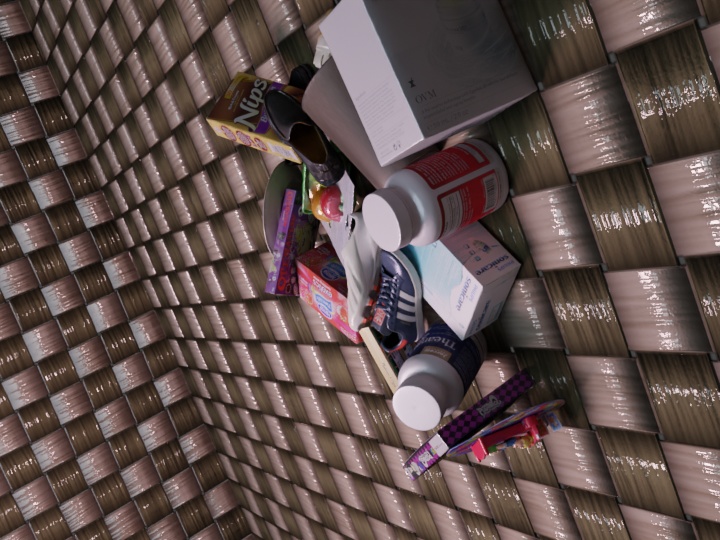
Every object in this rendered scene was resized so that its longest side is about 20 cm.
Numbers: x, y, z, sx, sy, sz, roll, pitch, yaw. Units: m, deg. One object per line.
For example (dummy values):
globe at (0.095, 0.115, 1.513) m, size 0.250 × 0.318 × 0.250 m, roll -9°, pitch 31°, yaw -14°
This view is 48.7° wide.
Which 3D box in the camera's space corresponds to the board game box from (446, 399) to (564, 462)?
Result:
board game box at (0.228, 0.258, 1.212) m, size 0.199 × 0.157 × 0.039 m, roll -36°, pitch 65°, yaw 27°

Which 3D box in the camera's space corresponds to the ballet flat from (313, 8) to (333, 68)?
ballet flat at (-0.047, -0.334, 1.346) m, size 0.068 × 0.063 × 0.202 m, roll 28°, pitch 136°, yaw 47°

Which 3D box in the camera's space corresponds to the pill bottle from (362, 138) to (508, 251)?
pill bottle at (0.105, -0.104, 1.129) m, size 0.112 × 0.199 × 0.113 m, roll 39°, pitch 144°, yaw 38°

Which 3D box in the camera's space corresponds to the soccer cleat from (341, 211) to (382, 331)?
soccer cleat at (0.000, 0.000, 1.342) m, size 0.077 × 0.069 × 0.203 m, roll 13°, pitch 97°, yaw 15°

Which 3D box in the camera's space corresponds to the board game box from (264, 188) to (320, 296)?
board game box at (-0.127, -0.052, 1.562) m, size 0.032 × 0.120 × 0.203 m, roll 13°, pitch 93°, yaw 30°

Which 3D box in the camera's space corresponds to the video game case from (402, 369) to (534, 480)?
video game case at (0.176, 0.256, 1.310) m, size 0.036 × 0.199 × 0.182 m, roll 52°, pitch 149°, yaw 16°

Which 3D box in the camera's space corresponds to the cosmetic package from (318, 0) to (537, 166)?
cosmetic package at (0.087, -0.273, 1.021) m, size 0.202 × 0.198 × 0.123 m, roll 64°, pitch 153°, yaw -2°

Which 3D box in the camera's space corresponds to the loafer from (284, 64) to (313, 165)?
loafer at (-0.117, -0.286, 1.506) m, size 0.072 × 0.063 × 0.202 m, roll 41°, pitch 145°, yaw 39°

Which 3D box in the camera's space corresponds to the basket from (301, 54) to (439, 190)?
basket at (0.022, -0.230, 1.248) m, size 0.201 × 0.135 × 0.181 m, roll 53°, pitch 143°, yaw 11°

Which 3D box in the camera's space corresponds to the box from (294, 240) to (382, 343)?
box at (-0.033, 0.038, 1.523) m, size 0.199 × 0.095 × 0.101 m, roll 36°, pitch 142°, yaw 42°

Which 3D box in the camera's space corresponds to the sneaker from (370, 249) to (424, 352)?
sneaker at (0.051, 0.054, 1.308) m, size 0.075 × 0.084 × 0.202 m, roll 34°, pitch 147°, yaw 48°

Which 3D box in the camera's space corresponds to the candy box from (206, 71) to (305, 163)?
candy box at (-0.166, -0.278, 1.434) m, size 0.198 × 0.118 × 0.057 m, roll 20°, pitch 161°, yaw 27°

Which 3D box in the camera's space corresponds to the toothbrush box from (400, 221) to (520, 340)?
toothbrush box at (0.142, -0.015, 1.260) m, size 0.200 × 0.085 × 0.147 m, roll 49°, pitch 151°, yaw 27°

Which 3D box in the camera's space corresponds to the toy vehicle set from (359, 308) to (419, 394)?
toy vehicle set at (0.080, 0.149, 1.428) m, size 0.026 × 0.124 × 0.201 m, roll -13°, pitch 114°, yaw 41°

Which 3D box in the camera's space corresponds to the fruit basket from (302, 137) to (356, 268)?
fruit basket at (-0.044, -0.136, 1.433) m, size 0.201 × 0.093 × 0.187 m, roll -123°, pitch 29°, yaw -42°

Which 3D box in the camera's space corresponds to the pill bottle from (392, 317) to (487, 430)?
pill bottle at (0.127, 0.166, 1.295) m, size 0.110 × 0.200 × 0.112 m, roll 13°, pitch 122°, yaw 22°

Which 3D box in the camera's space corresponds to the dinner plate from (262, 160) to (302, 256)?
dinner plate at (-0.140, -0.117, 1.583) m, size 0.024 × 0.201 × 0.202 m, roll 6°, pitch 124°, yaw 21°

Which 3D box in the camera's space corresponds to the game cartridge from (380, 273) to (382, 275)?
game cartridge at (0.045, 0.041, 1.533) m, size 0.200 × 0.040 × 0.135 m, roll 37°, pitch 138°, yaw 41°

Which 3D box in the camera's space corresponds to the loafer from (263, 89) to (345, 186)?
loafer at (-0.098, -0.232, 1.319) m, size 0.200 × 0.073 × 0.072 m, roll 49°, pitch 178°, yaw 16°

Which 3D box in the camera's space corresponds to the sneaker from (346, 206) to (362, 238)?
sneaker at (0.009, -0.075, 1.445) m, size 0.199 × 0.079 × 0.072 m, roll -9°, pitch 108°, yaw 62°
